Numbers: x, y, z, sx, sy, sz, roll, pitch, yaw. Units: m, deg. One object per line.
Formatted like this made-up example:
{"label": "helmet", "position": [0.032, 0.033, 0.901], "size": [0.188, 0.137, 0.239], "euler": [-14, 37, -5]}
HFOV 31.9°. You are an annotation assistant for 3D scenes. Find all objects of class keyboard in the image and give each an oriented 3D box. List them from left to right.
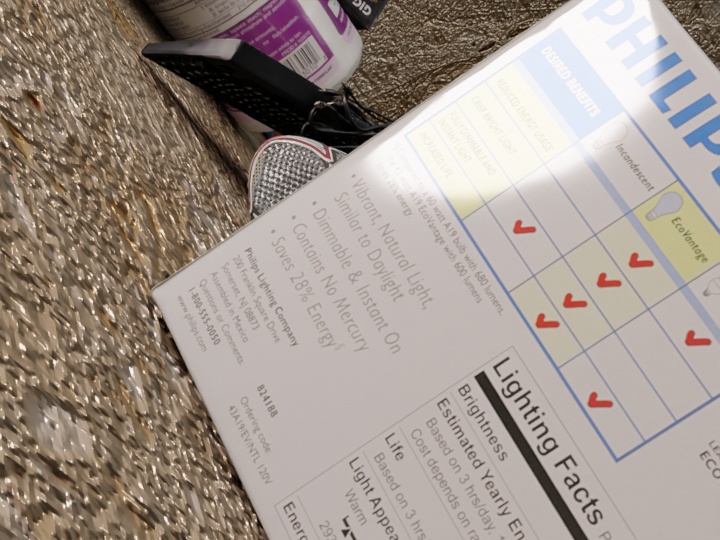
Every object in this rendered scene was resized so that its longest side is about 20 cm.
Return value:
{"label": "keyboard", "position": [-0.037, -0.087, 0.771], "size": [0.200, 0.104, 0.040], "euler": [23, 74, -51]}

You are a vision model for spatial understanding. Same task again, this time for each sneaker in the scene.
{"label": "sneaker", "position": [-0.014, -0.007, 0.625], "size": [0.075, 0.081, 0.200], "euler": [47, 11, -44]}

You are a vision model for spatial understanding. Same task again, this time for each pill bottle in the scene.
{"label": "pill bottle", "position": [-0.094, -0.203, 0.876], "size": [0.200, 0.112, 0.112], "euler": [53, 7, -29]}

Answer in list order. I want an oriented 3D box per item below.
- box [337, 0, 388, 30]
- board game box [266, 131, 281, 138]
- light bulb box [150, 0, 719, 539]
{"label": "box", "position": [-0.094, -0.268, 1.012], "size": [0.198, 0.050, 0.200], "euler": [39, -9, -27]}
{"label": "board game box", "position": [-0.058, -0.132, 1.133], "size": [0.200, 0.037, 0.151], "euler": [48, 9, -42]}
{"label": "light bulb box", "position": [0.070, 0.045, 0.431], "size": [0.198, 0.200, 0.125], "euler": [60, 7, 28]}
